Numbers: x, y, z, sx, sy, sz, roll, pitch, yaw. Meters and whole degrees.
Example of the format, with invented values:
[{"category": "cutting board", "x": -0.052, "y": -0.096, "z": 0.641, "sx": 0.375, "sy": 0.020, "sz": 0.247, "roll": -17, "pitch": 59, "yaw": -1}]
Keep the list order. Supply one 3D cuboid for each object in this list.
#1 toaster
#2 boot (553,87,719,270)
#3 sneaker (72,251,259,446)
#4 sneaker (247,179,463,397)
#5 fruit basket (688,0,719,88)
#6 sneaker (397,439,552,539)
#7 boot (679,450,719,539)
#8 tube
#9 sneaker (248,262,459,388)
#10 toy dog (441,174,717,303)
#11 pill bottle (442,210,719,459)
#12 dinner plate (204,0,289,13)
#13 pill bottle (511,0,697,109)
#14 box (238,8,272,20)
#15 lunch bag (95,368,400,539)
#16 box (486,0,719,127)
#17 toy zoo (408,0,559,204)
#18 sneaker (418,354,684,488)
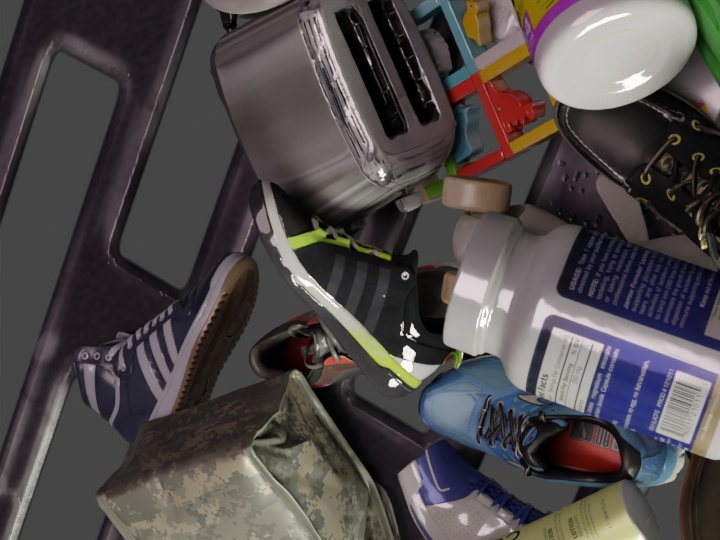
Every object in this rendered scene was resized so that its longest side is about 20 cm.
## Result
[{"category": "toaster", "x": -0.020, "y": -0.128, "z": 1.263, "sx": 0.129, "sy": 0.113, "sz": 0.201, "roll": -22, "pitch": 91, "yaw": 47}, {"category": "boot", "x": 0.215, "y": -0.054, "z": 1.106, "sx": 0.203, "sy": 0.154, "sz": 0.074, "roll": 34, "pitch": 104, "yaw": -2}, {"category": "sneaker", "x": -0.163, "y": 0.054, "z": 1.416, "sx": 0.108, "sy": 0.070, "sz": 0.200, "roll": 34, "pitch": 113, "yaw": 21}, {"category": "sneaker", "x": 0.000, "y": 0.000, "z": 1.241, "sx": 0.083, "sy": 0.072, "sz": 0.200, "roll": -37, "pitch": 111, "yaw": 7}, {"category": "fruit basket", "x": 0.318, "y": -0.146, "z": 1.048, "sx": 0.215, "sy": 0.156, "sz": 0.216, "roll": -9, "pitch": 53, "yaw": 12}, {"category": "sneaker", "x": 0.128, "y": 0.196, "z": 1.266, "sx": 0.115, "sy": 0.081, "sz": 0.200, "roll": -38, "pitch": 83, "yaw": 23}, {"category": "boot", "x": 0.263, "y": 0.153, "z": 1.147, "sx": 0.097, "sy": 0.075, "sz": 0.201, "roll": -12, "pitch": 57, "yaw": 21}, {"category": "tube", "x": 0.110, "y": 0.209, "z": 1.202, "sx": 0.200, "sy": 0.058, "sz": 0.052, "roll": -31, "pitch": 99, "yaw": 24}, {"category": "sneaker", "x": 0.002, "y": 0.052, "z": 1.315, "sx": 0.200, "sy": 0.082, "sz": 0.077, "roll": -23, "pitch": 83, "yaw": 29}, {"category": "toy dog", "x": 0.147, "y": -0.012, "z": 1.238, "sx": 0.200, "sy": 0.096, "sz": 0.132, "roll": 28, "pitch": 105, "yaw": 9}, {"category": "pill bottle", "x": 0.161, "y": 0.037, "z": 1.131, "sx": 0.199, "sy": 0.116, "sz": 0.116, "roll": 20, "pitch": 105, "yaw": 11}, {"category": "dinner plate", "x": -0.051, "y": -0.275, "z": 1.257, "sx": 0.200, "sy": 0.024, "sz": 0.201, "roll": -24, "pitch": 47, "yaw": 28}, {"category": "pill bottle", "x": 0.140, "y": -0.210, "z": 1.127, "sx": 0.104, "sy": 0.104, "sz": 0.201, "roll": -34, "pitch": 52, "yaw": 27}, {"category": "box", "x": -0.012, "y": -0.262, "z": 1.302, "sx": 0.199, "sy": 0.068, "sz": 0.082, "roll": -21, "pitch": 83, "yaw": 30}, {"category": "lunch bag", "x": -0.073, "y": 0.197, "z": 1.346, "sx": 0.164, "sy": 0.118, "sz": 0.200, "roll": -21, "pitch": 112, "yaw": 32}, {"category": "box", "x": 0.190, "y": -0.192, "z": 1.210, "sx": 0.200, "sy": 0.041, "sz": 0.156, "roll": 34, "pitch": 111, "yaw": 24}, {"category": "toy zoo", "x": 0.085, "y": -0.141, "z": 1.243, "sx": 0.200, "sy": 0.020, "sz": 0.132, "roll": -27, "pitch": 84, "yaw": 49}, {"category": "sneaker", "x": 0.127, "y": 0.108, "z": 1.244, "sx": 0.199, "sy": 0.090, "sz": 0.079, "roll": 9, "pitch": 99, "yaw": 29}]
